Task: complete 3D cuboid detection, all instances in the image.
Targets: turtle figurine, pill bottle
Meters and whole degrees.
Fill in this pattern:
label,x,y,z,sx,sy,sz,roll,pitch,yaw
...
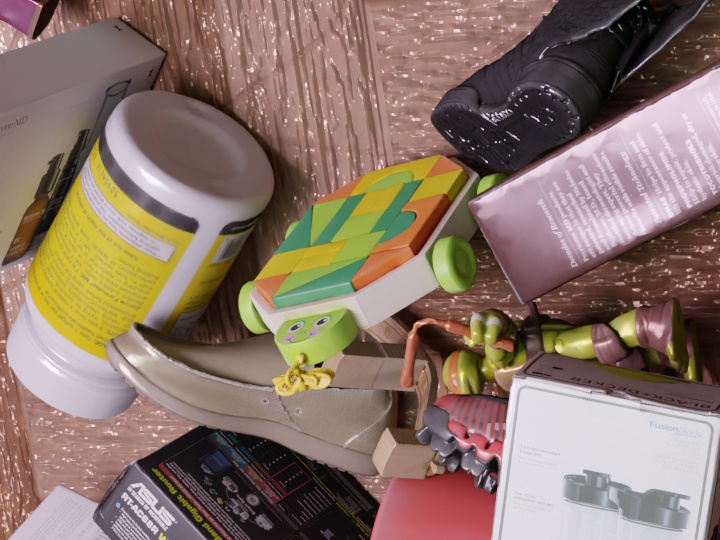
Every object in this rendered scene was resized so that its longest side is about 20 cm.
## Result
label,x,y,z,sx,sy,sz,roll,pitch,yaw
turtle figurine,0.117,0.056,1.443,0.161,0.200,0.065,-9,58,16
pill bottle,-0.147,-0.006,1.578,0.114,0.114,0.200,41,122,14

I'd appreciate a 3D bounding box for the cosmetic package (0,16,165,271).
label,x,y,z,sx,sy,sz,roll,pitch,yaw
cosmetic package,-0.220,-0.069,1.551,0.052,0.200,0.151,34,121,17

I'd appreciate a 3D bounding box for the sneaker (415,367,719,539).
label,x,y,z,sx,sy,sz,roll,pitch,yaw
sneaker,0.133,0.095,1.375,0.200,0.071,0.098,16,80,16

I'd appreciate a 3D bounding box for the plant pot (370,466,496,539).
label,x,y,z,sx,sy,sz,roll,pitch,yaw
plant pot,0.113,0.212,1.450,0.177,0.200,0.201,1,106,19

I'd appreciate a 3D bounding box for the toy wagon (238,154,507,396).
label,x,y,z,sx,sy,sz,roll,pitch,yaw
toy wagon,0.000,0.000,1.438,0.155,0.200,0.040,-13,116,34

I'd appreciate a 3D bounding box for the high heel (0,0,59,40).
label,x,y,z,sx,sy,sz,roll,pitch,yaw
high heel,-0.218,-0.238,1.535,0.096,0.067,0.200,31,127,4

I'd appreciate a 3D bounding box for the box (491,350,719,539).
label,x,y,z,sx,sy,sz,roll,pitch,yaw
box,0.130,0.153,1.306,0.116,0.060,0.201,10,104,17

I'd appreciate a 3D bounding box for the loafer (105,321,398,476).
label,x,y,z,sx,sy,sz,roll,pitch,yaw
loafer,-0.063,0.067,1.543,0.199,0.076,0.069,20,100,-19

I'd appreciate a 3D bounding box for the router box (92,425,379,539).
label,x,y,z,sx,sy,sz,roll,pitch,yaw
router box,-0.050,0.183,1.556,0.200,0.150,0.062,46,124,12

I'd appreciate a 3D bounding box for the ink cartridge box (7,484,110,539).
label,x,y,z,sx,sy,sz,roll,pitch,yaw
ink cartridge box,-0.154,0.261,1.637,0.199,0.129,0.126,24,140,24

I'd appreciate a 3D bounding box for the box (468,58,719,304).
label,x,y,z,sx,sy,sz,roll,pitch,yaw
box,0.170,-0.060,1.373,0.200,0.100,0.075,-27,90,35

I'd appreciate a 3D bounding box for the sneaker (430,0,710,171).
label,x,y,z,sx,sy,sz,roll,pitch,yaw
sneaker,0.118,-0.120,1.408,0.060,0.104,0.200,42,162,-13

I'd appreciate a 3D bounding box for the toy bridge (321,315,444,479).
label,x,y,z,sx,sy,sz,roll,pitch,yaw
toy bridge,0.011,0.058,1.498,0.027,0.067,0.200,-66,35,29
